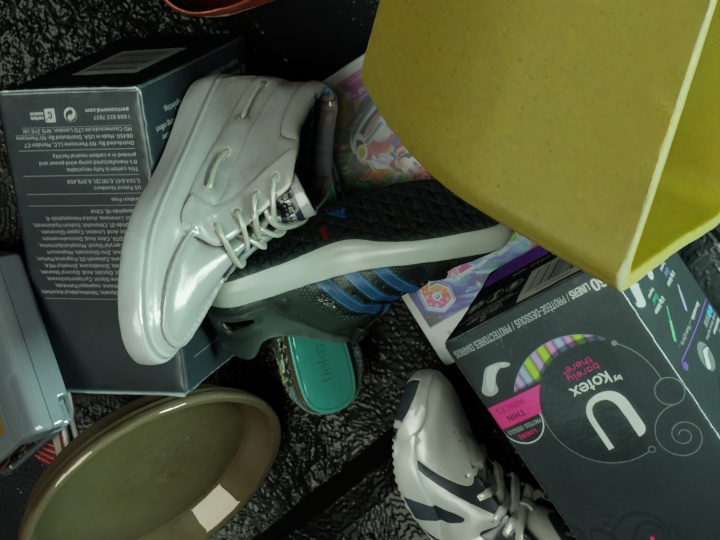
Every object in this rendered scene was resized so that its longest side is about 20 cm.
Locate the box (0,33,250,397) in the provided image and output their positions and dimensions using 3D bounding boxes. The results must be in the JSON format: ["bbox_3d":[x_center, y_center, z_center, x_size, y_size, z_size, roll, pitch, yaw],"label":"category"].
[{"bbox_3d":[-0.137,-0.039,1.287,0.106,0.148,0.201,0,108,24],"label":"box"}]

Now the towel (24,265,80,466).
[{"bbox_3d":[-0.244,0.053,1.380,0.200,0.023,0.145,19,122,57],"label":"towel"}]

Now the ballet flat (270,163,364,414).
[{"bbox_3d":[-0.042,-0.005,1.304,0.074,0.074,0.201,2,108,23],"label":"ballet flat"}]

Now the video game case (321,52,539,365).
[{"bbox_3d":[0.058,-0.055,1.269,0.143,0.018,0.201,-31,94,29],"label":"video game case"}]

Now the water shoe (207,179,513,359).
[{"bbox_3d":[0.000,0.000,1.249,0.199,0.072,0.079,-11,127,1],"label":"water shoe"}]

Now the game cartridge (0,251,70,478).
[{"bbox_3d":[-0.248,0.063,1.324,0.134,0.041,0.200,66,154,7],"label":"game cartridge"}]

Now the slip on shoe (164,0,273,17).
[{"bbox_3d":[-0.043,-0.204,1.236,0.199,0.061,0.074,-16,99,27],"label":"slip on shoe"}]

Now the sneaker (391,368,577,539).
[{"bbox_3d":[0.101,0.154,1.290,0.129,0.079,0.200,-4,107,24],"label":"sneaker"}]

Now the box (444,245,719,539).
[{"bbox_3d":[0.163,0.077,1.207,0.122,0.106,0.200,-30,102,30],"label":"box"}]

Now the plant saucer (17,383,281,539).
[{"bbox_3d":[-0.145,0.144,1.343,0.030,0.199,0.200,53,124,30],"label":"plant saucer"}]

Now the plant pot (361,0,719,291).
[{"bbox_3d":[0.119,-0.133,1.118,0.199,0.195,0.195,24,113,21],"label":"plant pot"}]

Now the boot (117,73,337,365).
[{"bbox_3d":[-0.074,-0.035,1.182,0.095,0.201,0.074,1,150,25],"label":"boot"}]
